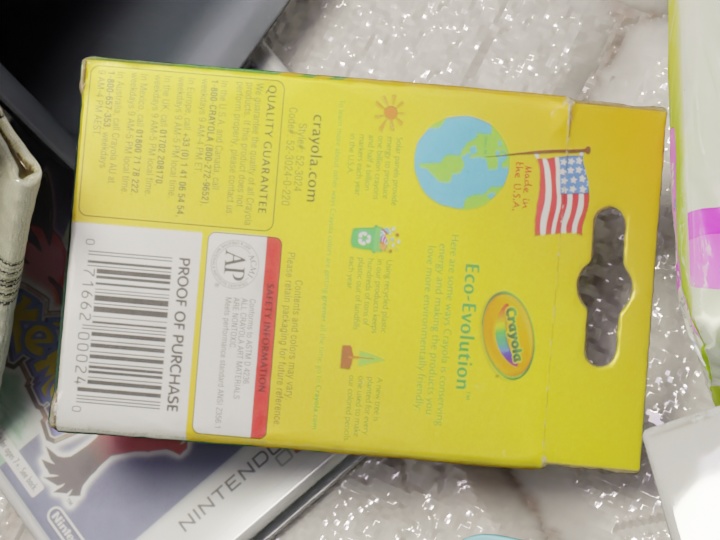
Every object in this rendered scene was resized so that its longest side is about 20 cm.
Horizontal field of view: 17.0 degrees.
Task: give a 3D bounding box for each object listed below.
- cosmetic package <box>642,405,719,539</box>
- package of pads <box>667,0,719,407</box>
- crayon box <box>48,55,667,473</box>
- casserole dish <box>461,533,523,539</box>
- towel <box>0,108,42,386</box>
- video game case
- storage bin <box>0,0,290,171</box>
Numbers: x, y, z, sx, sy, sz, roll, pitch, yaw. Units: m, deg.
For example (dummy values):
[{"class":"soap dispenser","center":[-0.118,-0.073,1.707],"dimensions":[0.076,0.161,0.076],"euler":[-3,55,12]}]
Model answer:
[{"class":"cosmetic package","center":[0.147,0.141,0.694],"dimensions":[0.071,0.101,0.201],"euler":[-18,65,10]},{"class":"package of pads","center":[0.179,-0.050,0.802],"dimensions":[0.153,0.068,0.201],"euler":[-6,56,14]},{"class":"crayon box","center":[0.000,0.000,0.823],"dimensions":[0.198,0.051,0.128],"euler":[6,89,1]},{"class":"casserole dish","center":[0.056,0.168,0.740],"dimensions":[0.120,0.039,0.202],"euler":[10,112,28]},{"class":"towel","center":[-0.164,-0.062,0.842],"dimensions":[0.034,0.201,0.193],"euler":[-18,62,-21]},{"class":"video game case","center":[-0.074,0.010,0.898],"dimensions":[0.182,0.023,0.200],"euler":[-40,64,-1]},{"class":"storage bin","center":[-0.108,-0.152,0.897],"dimensions":[0.134,0.146,0.201],"euler":[19,70,46]}]
